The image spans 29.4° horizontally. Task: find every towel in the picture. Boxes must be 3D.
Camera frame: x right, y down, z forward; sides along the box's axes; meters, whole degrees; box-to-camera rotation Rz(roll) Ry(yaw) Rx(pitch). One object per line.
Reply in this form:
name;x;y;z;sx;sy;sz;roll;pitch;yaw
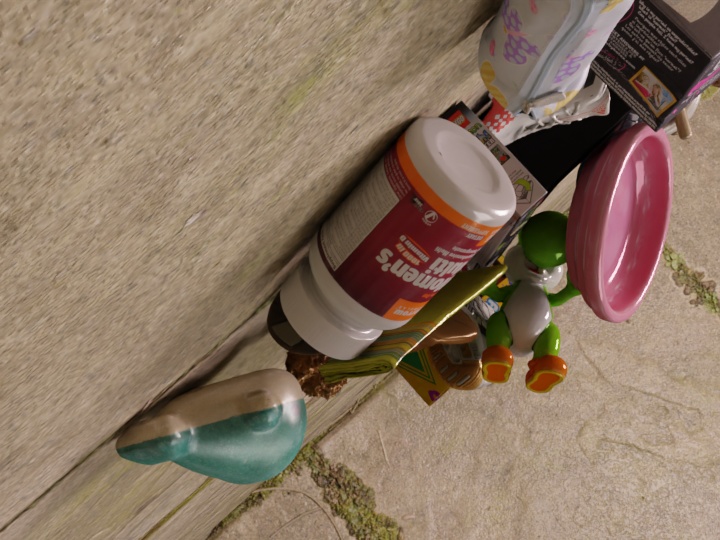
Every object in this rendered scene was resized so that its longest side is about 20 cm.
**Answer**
towel;0.052;0.046;1.236;0.086;0.018;0.200;-10;-162;42

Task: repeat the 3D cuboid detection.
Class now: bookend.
bookend;0.172;-0.121;1.402;0.200;0.092;0.199;-43;174;-10

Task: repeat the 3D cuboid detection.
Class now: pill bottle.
pill bottle;0.026;-0.022;1.128;0.200;0.110;0.109;-47;171;30

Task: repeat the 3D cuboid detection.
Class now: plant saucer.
plant saucer;0.258;-0.050;1.381;0.200;0.050;0.202;-31;128;-51

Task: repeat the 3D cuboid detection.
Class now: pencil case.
pencil case;0.134;-0.176;0.912;0.091;0.083;0.200;-63;178;-19

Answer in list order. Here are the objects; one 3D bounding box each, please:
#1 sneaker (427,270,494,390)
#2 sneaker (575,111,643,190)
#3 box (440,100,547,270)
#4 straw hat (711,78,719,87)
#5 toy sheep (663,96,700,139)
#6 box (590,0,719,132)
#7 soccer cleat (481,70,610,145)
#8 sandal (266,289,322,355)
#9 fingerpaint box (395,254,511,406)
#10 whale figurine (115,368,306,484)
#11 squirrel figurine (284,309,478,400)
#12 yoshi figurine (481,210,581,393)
sneaker;0.100;0.039;1.517;0.075;0.202;0.087;-31;160;35
sneaker;0.268;-0.167;1.459;0.070;0.082;0.201;9;111;-39
box;0.100;-0.069;1.248;0.035;0.110;0.200;-40;173;-14
straw hat;0.334;-0.280;1.344;0.084;0.203;0.201;3;156;-15
toy sheep;0.323;-0.209;1.555;0.138;0.138;0.200;-43;-176;6
box;0.282;-0.239;1.151;0.200;0.132;0.115;-39;168;-28
soccer cleat;0.181;-0.159;1.251;0.200;0.085;0.069;-43;173;3
sandal;0.000;0.000;1.259;0.200;0.082;0.055;-50;167;-2
fingerpaint box;0.098;0.035;1.609;0.200;0.167;0.073;-34;170;-44
whale figurine;-0.134;0.159;1.297;0.158;0.105;0.199;-18;177;35
squirrel figurine;-0.009;0.055;1.428;0.199;0.142;0.186;-15;166;-44
yoshi figurine;0.183;0.018;1.441;0.111;0.112;0.201;-15;-129;37
